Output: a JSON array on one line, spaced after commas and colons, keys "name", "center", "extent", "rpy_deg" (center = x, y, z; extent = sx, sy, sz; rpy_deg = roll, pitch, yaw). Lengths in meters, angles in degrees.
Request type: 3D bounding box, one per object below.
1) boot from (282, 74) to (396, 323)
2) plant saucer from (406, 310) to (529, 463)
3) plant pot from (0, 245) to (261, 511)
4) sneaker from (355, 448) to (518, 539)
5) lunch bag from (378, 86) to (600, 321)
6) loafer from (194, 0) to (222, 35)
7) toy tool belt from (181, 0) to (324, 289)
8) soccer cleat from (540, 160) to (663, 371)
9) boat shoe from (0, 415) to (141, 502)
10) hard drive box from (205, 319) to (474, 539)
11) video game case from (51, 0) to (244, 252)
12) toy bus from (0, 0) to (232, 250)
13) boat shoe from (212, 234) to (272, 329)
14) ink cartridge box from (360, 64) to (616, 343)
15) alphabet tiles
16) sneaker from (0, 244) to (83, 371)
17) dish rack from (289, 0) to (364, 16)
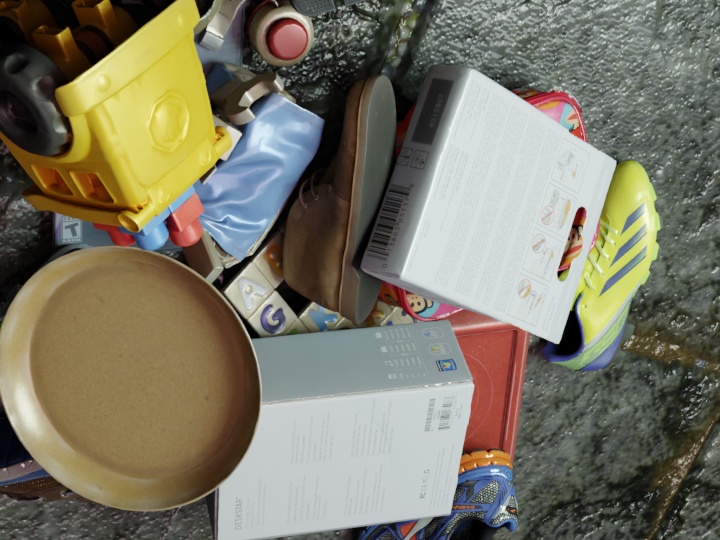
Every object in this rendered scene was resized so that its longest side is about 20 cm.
[{"name": "boot", "center": [-0.019, -0.056, 1.042], "extent": [0.075, 0.074, 0.201], "rpy_deg": [20, 125, 18]}, {"name": "plant saucer", "center": [0.064, 0.114, 1.259], "extent": [0.199, 0.037, 0.201], "rpy_deg": [-6, 118, -20]}, {"name": "plant pot", "center": [-0.164, 0.076, 1.012], "extent": [0.199, 0.027, 0.201], "rpy_deg": [3, 108, 11]}, {"name": "sneaker", "center": [0.066, 0.243, 1.277], "extent": [0.075, 0.079, 0.200], "rpy_deg": [18, 128, -39]}, {"name": "lunch bag", "center": [0.091, -0.069, 1.139], "extent": [0.199, 0.082, 0.177], "rpy_deg": [-21, 112, -21]}, {"name": "loafer", "center": [-0.105, -0.256, 0.971], "extent": [0.076, 0.067, 0.201], "rpy_deg": [1, 108, -23]}, {"name": "toy tool belt", "center": [-0.080, -0.092, 1.019], "extent": [0.124, 0.123, 0.201], "rpy_deg": [23, 105, -30]}, {"name": "soccer cleat", "center": [0.209, 0.000, 1.242], "extent": [0.083, 0.065, 0.201], "rpy_deg": [0, 116, -20]}, {"name": "boat shoe", "center": [-0.211, 0.143, 1.117], "extent": [0.199, 0.073, 0.073], "rpy_deg": [-7, 140, 20]}, {"name": "hard drive box", "center": [-0.023, 0.128, 1.115], "extent": [0.199, 0.077, 0.157], "rpy_deg": [-5, 130, -14]}, {"name": "video game case", "center": [-0.161, -0.106, 1.063], "extent": [0.142, 0.019, 0.201], "rpy_deg": [-5, 118, -20]}, {"name": "toy bus", "center": [-0.185, -0.095, 0.943], "extent": [0.136, 0.199, 0.193], "rpy_deg": [-48, 134, -34]}, {"name": "boat shoe", "center": [-0.120, 0.057, 1.129], "extent": [0.072, 0.068, 0.201], "rpy_deg": [18, 110, -33]}, {"name": "ink cartridge box", "center": [0.103, -0.046, 1.082], "extent": [0.200, 0.057, 0.164], "rpy_deg": [23, 84, -48]}, {"name": "alphabet tiles", "center": [0.000, 0.000, 1.152], "extent": [0.200, 0.008, 0.167], "rpy_deg": [-48, 124, -15]}, {"name": "sneaker", "center": [-0.253, 0.077, 1.090], "extent": [0.200, 0.075, 0.115], "rpy_deg": [-37, 136, 9]}, {"name": "dish rack", "center": [-0.005, -0.271, 0.943], "extent": [0.152, 0.055, 0.201], "rpy_deg": [-17, 132, 5]}]
